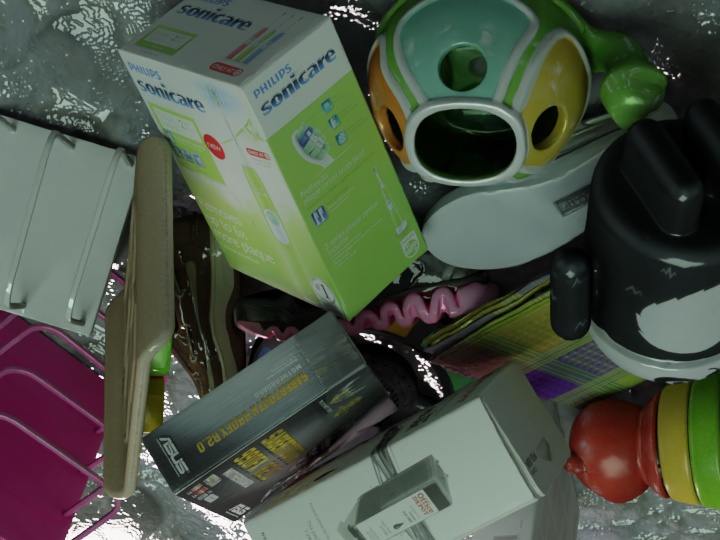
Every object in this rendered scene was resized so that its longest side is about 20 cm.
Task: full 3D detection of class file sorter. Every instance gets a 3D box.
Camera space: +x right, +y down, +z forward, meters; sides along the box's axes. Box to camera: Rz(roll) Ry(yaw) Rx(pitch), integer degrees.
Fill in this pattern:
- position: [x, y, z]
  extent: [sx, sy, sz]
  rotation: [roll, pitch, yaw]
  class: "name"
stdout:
- position: [-0.237, 0.102, 1.329]
  extent: [0.139, 0.200, 0.125]
  rotation: [39, 126, -21]
  class: "file sorter"
- position: [-0.273, -0.048, 1.222]
  extent: [0.199, 0.125, 0.139]
  rotation: [17, 86, -3]
  class: "file sorter"

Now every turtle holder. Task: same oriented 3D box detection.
- position: [0.094, -0.114, 1.127]
  extent: [0.185, 0.132, 0.141]
  rotation: [20, 130, -5]
  class: "turtle holder"

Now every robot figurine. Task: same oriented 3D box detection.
- position: [0.204, -0.013, 1.093]
  extent: [0.150, 0.125, 0.200]
  rotation: [12, 143, 12]
  class: "robot figurine"

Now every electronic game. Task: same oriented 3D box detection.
- position: [0.007, 0.094, 1.379]
  extent: [0.199, 0.042, 0.201]
  rotation: [5, 130, 7]
  class: "electronic game"

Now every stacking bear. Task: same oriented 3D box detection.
- position: [0.259, 0.136, 1.321]
  extent: [0.199, 0.122, 0.114]
  rotation: [-5, 122, 21]
  class: "stacking bear"

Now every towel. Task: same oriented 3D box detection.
- position: [0.158, 0.052, 1.273]
  extent: [0.143, 0.023, 0.200]
  rotation: [-32, 146, 33]
  class: "towel"

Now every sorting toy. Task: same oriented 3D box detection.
- position: [-0.151, 0.036, 1.207]
  extent: [0.036, 0.186, 0.200]
  rotation: [5, 141, -14]
  class: "sorting toy"

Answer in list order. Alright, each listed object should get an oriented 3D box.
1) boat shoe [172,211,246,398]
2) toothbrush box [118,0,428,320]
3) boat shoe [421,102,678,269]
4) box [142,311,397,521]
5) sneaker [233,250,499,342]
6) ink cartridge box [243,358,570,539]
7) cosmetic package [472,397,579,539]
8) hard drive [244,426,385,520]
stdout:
- position: [-0.128, 0.042, 1.341]
  extent: [0.074, 0.075, 0.203]
  rotation: [-1, 119, -2]
  class: "boat shoe"
- position: [-0.058, -0.082, 1.171]
  extent: [0.145, 0.086, 0.201]
  rotation: [23, 145, 46]
  class: "toothbrush box"
- position: [0.134, -0.065, 1.200]
  extent: [0.199, 0.070, 0.071]
  rotation: [-25, 119, 27]
  class: "boat shoe"
- position: [-0.059, 0.111, 1.238]
  extent: [0.158, 0.048, 0.200]
  rotation: [-33, 165, -2]
  class: "box"
- position: [0.000, 0.000, 1.273]
  extent: [0.199, 0.079, 0.096]
  rotation: [-10, 94, 5]
  class: "sneaker"
- position: [0.036, 0.153, 1.220]
  extent: [0.199, 0.147, 0.083]
  rotation: [-30, 89, 16]
  class: "ink cartridge box"
- position: [0.132, 0.211, 1.346]
  extent: [0.051, 0.200, 0.151]
  rotation: [-6, 127, 17]
  class: "cosmetic package"
- position: [0.000, 0.200, 1.436]
  extent: [0.135, 0.042, 0.200]
  rotation: [28, 141, -25]
  class: "hard drive"
